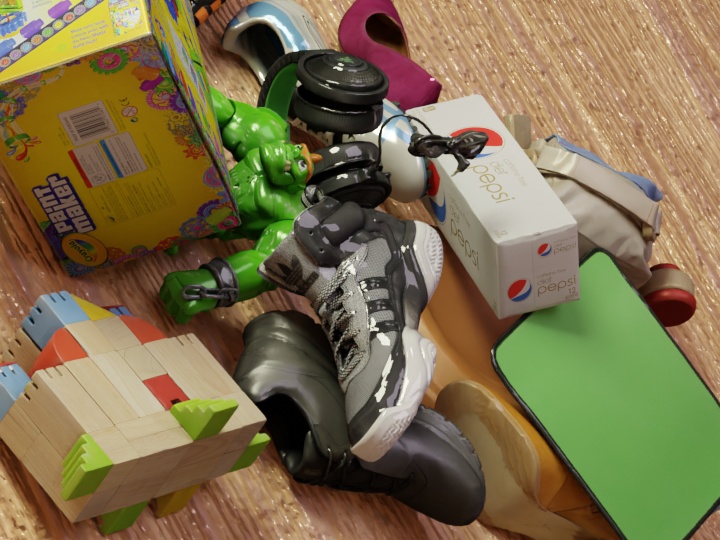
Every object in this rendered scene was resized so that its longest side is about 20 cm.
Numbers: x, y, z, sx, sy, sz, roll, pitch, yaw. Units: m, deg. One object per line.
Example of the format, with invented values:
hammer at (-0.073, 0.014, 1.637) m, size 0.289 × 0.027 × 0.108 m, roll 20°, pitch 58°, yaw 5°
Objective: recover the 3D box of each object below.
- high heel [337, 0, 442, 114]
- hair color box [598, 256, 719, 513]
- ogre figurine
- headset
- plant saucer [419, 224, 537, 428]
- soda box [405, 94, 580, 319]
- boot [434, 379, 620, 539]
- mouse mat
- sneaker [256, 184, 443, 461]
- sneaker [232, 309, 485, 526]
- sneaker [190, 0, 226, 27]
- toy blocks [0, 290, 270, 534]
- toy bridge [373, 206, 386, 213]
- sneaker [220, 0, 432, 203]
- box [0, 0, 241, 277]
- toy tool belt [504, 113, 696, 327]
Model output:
high heel at (0.034, -0.171, 1.991) m, size 0.067 × 0.096 × 0.201 m, roll 30°, pitch 37°, yaw -28°
hair color box at (0.209, 0.090, 1.905) m, size 0.201 × 0.060 × 0.099 m, roll 59°, pitch 0°, yaw 0°
ogre figurine at (-0.093, -0.055, 1.723) m, size 0.119 × 0.099 × 0.200 m, roll 3°, pitch 35°, yaw -28°
headset at (-0.001, -0.092, 1.775) m, size 0.094 × 0.200 × 0.124 m, roll -6°, pitch 98°, yaw -32°
plant saucer at (0.082, 0.044, 1.881) m, size 0.200 × 0.037 × 0.201 m, roll 31°, pitch 36°, yaw -26°
soda box at (0.094, -0.049, 1.842) m, size 0.063 × 0.068 × 0.200 m, roll -14°, pitch 35°, yaw -13°
boot at (0.137, 0.139, 1.821) m, size 0.202 × 0.071 × 0.144 m, roll 55°, pitch 32°, yaw -7°
mouse mat at (0.188, 0.097, 1.809) m, size 0.200 × 0.008 × 0.161 m, roll 53°, pitch 49°, yaw -3°
sneaker at (-0.013, 0.029, 1.637) m, size 0.113 × 0.076 × 0.201 m, roll 27°, pitch 42°, yaw -17°
sneaker at (-0.007, 0.116, 1.678) m, size 0.200 × 0.076 × 0.091 m, roll 35°, pitch 42°, yaw -9°
sneaker at (-0.124, -0.215, 1.848) m, size 0.070 × 0.090 × 0.200 m, roll 46°, pitch 32°, yaw -5°
toy blocks at (-0.154, 0.071, 1.527) m, size 0.137 × 0.100 × 0.200 m, roll 47°, pitch 29°, yaw 19°
toy bridge at (0.000, 0.000, 1.798) m, size 0.027 × 0.067 × 0.201 m, roll 27°, pitch 38°, yaw -32°
sneaker at (-0.026, -0.120, 1.884) m, size 0.072 × 0.072 × 0.200 m, roll -31°, pitch 70°, yaw -36°
box at (-0.171, -0.140, 1.597) m, size 0.200 × 0.121 × 0.193 m, roll 67°, pitch 7°, yaw -54°
toy tool belt at (0.190, -0.045, 2.029) m, size 0.199 × 0.125 × 0.123 m, roll 26°, pitch 47°, yaw -34°
